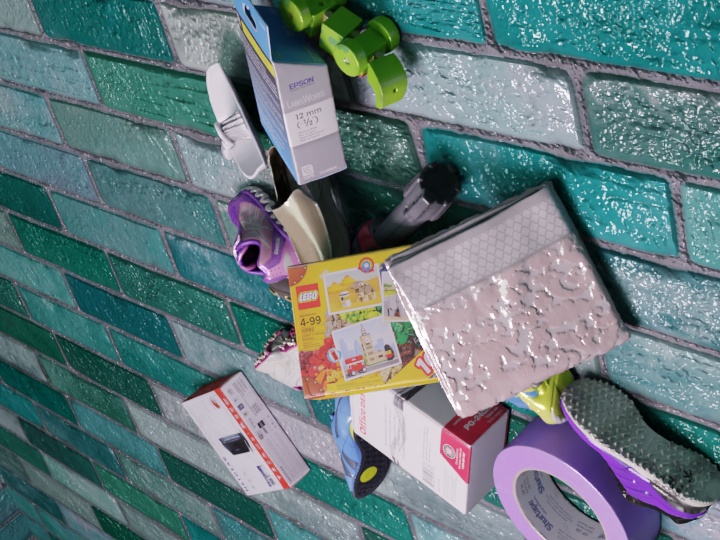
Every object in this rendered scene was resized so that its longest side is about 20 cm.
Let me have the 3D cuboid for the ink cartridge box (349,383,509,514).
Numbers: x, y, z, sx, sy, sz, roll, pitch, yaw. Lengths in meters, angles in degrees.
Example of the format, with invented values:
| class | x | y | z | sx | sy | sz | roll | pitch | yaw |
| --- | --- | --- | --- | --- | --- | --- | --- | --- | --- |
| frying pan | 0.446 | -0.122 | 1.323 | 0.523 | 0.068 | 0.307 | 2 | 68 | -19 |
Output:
| class | x | y | z | sx | sy | sz | roll | pitch | yaw |
| --- | --- | --- | --- | --- | --- | --- | --- | --- | --- |
| ink cartridge box | 0.085 | 0.193 | 1.679 | 0.199 | 0.083 | 0.146 | 34 | 145 | 29 |

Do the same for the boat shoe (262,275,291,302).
| class | x | y | z | sx | sy | sz | roll | pitch | yaw |
| --- | --- | --- | --- | --- | --- | --- | --- | --- | --- |
| boat shoe | -0.062 | 0.017 | 1.711 | 0.200 | 0.072 | 0.061 | 25 | 146 | 48 |

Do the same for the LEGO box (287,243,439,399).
| class | x | y | z | sx | sy | sz | roll | pitch | yaw |
| --- | --- | --- | --- | --- | --- | --- | --- | --- | --- |
| LEGO box | 0.031 | 0.055 | 1.453 | 0.077 | 0.198 | 0.151 | 23 | -123 | -76 |

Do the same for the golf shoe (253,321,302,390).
| class | x | y | z | sx | sy | sz | roll | pitch | yaw |
| --- | --- | --- | --- | --- | --- | --- | --- | --- | --- |
| golf shoe | -0.077 | 0.116 | 1.846 | 0.091 | 0.076 | 0.200 | 39 | 153 | -10 |

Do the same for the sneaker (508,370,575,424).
| class | x | y | z | sx | sy | sz | roll | pitch | yaw |
| --- | --- | --- | --- | --- | --- | --- | --- | --- | --- |
| sneaker | 0.164 | 0.088 | 1.471 | 0.105 | 0.076 | 0.201 | 2 | 125 | 53 |

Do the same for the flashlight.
| class | x | y | z | sx | sy | sz | roll | pitch | yaw |
| --- | --- | --- | --- | --- | --- | --- | --- | --- | --- |
| flashlight | 0.051 | -0.059 | 1.486 | 0.200 | 0.067 | 0.068 | -47 | 50 | 55 |

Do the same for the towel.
| class | x | y | z | sx | sy | sz | roll | pitch | yaw |
| --- | --- | --- | --- | --- | --- | --- | --- | --- | --- |
| towel | 0.149 | 0.032 | 1.348 | 0.192 | 0.199 | 0.032 | 61 | -167 | -11 |

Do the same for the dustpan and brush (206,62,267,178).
| class | x | y | z | sx | sy | sz | roll | pitch | yaw |
| --- | --- | --- | --- | --- | --- | --- | --- | --- | --- |
| dustpan and brush | -0.159 | -0.169 | 1.642 | 0.200 | 0.057 | 0.141 | 51 | -166 | -85 |

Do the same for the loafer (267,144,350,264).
| class | x | y | z | sx | sy | sz | roll | pitch | yaw |
| --- | --- | --- | --- | --- | --- | --- | --- | --- | --- |
| loafer | -0.068 | -0.067 | 1.556 | 0.075 | 0.068 | 0.202 | -28 | 74 | 50 |

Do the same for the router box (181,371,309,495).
| class | x | y | z | sx | sy | sz | roll | pitch | yaw |
| --- | --- | --- | --- | --- | --- | --- | --- | --- | --- |
| router box | -0.192 | 0.273 | 2.172 | 0.201 | 0.049 | 0.179 | 55 | 149 | -5 |

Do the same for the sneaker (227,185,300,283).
| class | x | y | z | sx | sy | sz | roll | pitch | yaw |
| --- | --- | --- | --- | --- | --- | --- | --- | --- | --- |
| sneaker | -0.133 | -0.042 | 1.700 | 0.200 | 0.088 | 0.081 | 38 | 156 | 51 |

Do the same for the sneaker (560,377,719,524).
| class | x | y | z | sx | sy | sz | roll | pitch | yaw |
| --- | --- | --- | --- | --- | --- | --- | --- | --- | --- |
| sneaker | 0.293 | 0.207 | 1.430 | 0.200 | 0.069 | 0.100 | 40 | 150 | 21 |

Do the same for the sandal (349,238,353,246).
| class | x | y | z | sx | sy | sz | roll | pitch | yaw |
| --- | --- | --- | --- | --- | --- | --- | --- | --- | --- |
| sandal | 0.000 | 0.000 | 1.592 | 0.075 | 0.045 | 0.200 | 22 | -156 | -43 |

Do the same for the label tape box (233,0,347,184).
| class | x | y | z | sx | sy | sz | roll | pitch | yaw |
| --- | --- | --- | --- | --- | --- | --- | --- | --- | --- |
| label tape box | -0.079 | -0.218 | 1.435 | 0.144 | 0.065 | 0.201 | -122 | 18 | -48 |

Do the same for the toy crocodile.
| class | x | y | z | sx | sy | sz | roll | pitch | yaw |
| --- | --- | --- | --- | --- | --- | --- | --- | --- | --- |
| toy crocodile | -0.025 | -0.251 | 1.375 | 0.200 | 0.067 | 0.062 | 43 | 150 | 15 |

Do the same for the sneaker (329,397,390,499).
| class | x | y | z | sx | sy | sz | roll | pitch | yaw |
| --- | --- | --- | --- | --- | --- | --- | --- | --- | --- |
| sneaker | -0.005 | 0.244 | 1.885 | 0.078 | 0.066 | 0.201 | 42 | 150 | 38 |

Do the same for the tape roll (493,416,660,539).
| class | x | y | z | sx | sy | sz | roll | pitch | yaw |
| --- | --- | --- | --- | --- | --- | --- | --- | --- | --- |
| tape roll | 0.254 | 0.270 | 1.555 | 0.199 | 0.065 | 0.201 | 34 | 144 | 28 |
